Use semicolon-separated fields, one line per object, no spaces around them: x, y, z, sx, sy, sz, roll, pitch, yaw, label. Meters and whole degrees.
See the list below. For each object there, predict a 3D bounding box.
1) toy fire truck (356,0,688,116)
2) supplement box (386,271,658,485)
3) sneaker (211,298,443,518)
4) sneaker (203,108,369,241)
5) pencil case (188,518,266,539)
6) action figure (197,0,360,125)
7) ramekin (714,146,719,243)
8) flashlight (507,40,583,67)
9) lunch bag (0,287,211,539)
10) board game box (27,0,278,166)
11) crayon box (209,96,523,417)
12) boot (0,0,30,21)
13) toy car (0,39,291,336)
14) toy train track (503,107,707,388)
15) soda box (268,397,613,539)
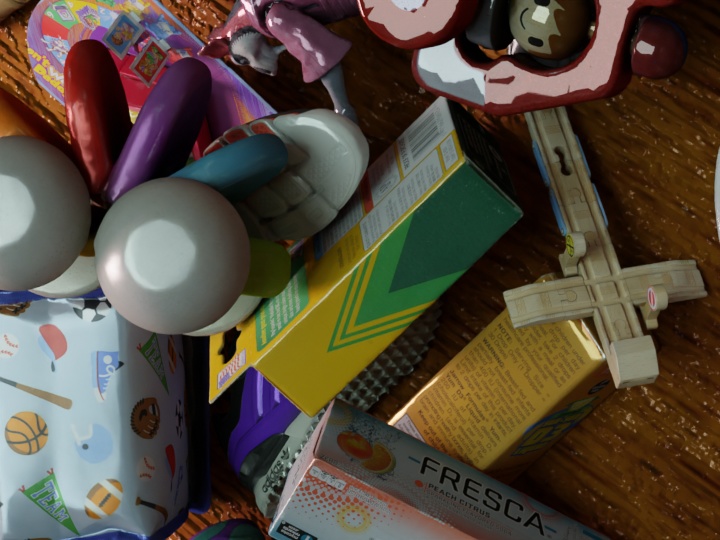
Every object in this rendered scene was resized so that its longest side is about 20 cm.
0.103;-0.174;1.335;0.168;0.112;0.200;21;108;25;toy fire truck
0.079;0.082;1.485;0.200;0.066;0.069;-48;67;31;supplement box
-0.033;0.052;1.565;0.100;0.070;0.200;49;120;25;sneaker
-0.052;-0.057;1.499;0.077;0.082;0.200;54;140;-7;sneaker
-0.043;0.250;1.582;0.092;0.085;0.200;-44;65;0;pencil case
-0.008;-0.171;1.466;0.200;0.149;0.134;-24;51;8;action figure
0.289;-0.038;1.295;0.202;0.094;0.203;4;96;37;ramekin
0.125;-0.205;1.426;0.068;0.068;0.200;6;105;2;flashlight
-0.157;0.081;1.594;0.124;0.200;0.170;-3;93;7;lunch bag
-0.130;-0.089;1.566;0.200;0.039;0.158;43;146;-16;board game box
0.000;0.000;1.445;0.200;0.126;0.052;-43;107;12;crayon box
-0.223;-0.261;1.683;0.200;0.066;0.175;-25;92;37;boot
-0.128;-0.049;1.402;0.200;0.175;0.150;15;89;6;toy car
0.128;-0.030;1.421;0.033;0.115;0.200;105;152;-59;toy train track
0.053;0.155;1.449;0.200;0.064;0.068;28;123;-5;soda box
